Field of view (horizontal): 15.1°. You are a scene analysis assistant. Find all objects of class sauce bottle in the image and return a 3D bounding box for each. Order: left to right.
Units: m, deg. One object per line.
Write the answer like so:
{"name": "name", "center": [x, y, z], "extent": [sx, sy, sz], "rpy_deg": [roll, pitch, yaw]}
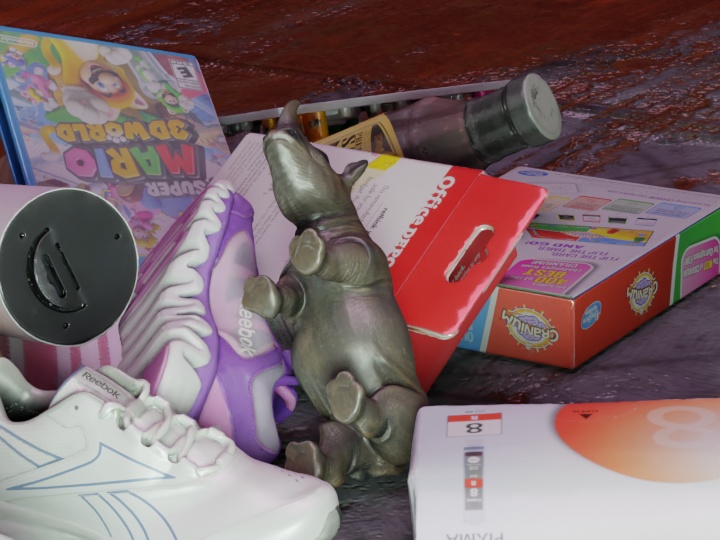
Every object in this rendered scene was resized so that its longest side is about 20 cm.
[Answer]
{"name": "sauce bottle", "center": [0.022, -0.062, 1.573], "extent": [0.199, 0.066, 0.066], "rpy_deg": [-24, 7, 30]}

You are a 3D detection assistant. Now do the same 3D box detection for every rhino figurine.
{"name": "rhino figurine", "center": [-0.015, 0.010, 1.322], "extent": [0.060, 0.201, 0.087], "rpy_deg": [-22, -20, 27]}

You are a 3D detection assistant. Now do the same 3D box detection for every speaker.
{"name": "speaker", "center": [-0.193, -0.006, 1.429], "extent": [0.081, 0.082, 0.200], "rpy_deg": [-13, 9, -29]}

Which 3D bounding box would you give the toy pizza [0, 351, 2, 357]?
{"name": "toy pizza", "center": [-0.264, 0.007, 1.349], "extent": [0.199, 0.032, 0.200], "rpy_deg": [20, -2, 1]}

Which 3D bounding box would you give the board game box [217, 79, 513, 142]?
{"name": "board game box", "center": [-0.030, -0.092, 1.730], "extent": [0.199, 0.026, 0.199], "rpy_deg": [-10, 3, -39]}

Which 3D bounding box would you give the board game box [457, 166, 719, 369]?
{"name": "board game box", "center": [0.104, -0.006, 1.545], "extent": [0.152, 0.041, 0.200], "rpy_deg": [10, 23, 33]}

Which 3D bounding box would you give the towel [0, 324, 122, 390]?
{"name": "towel", "center": [-0.201, 0.060, 1.414], "extent": [0.199, 0.030, 0.146], "rpy_deg": [-5, 18, -7]}

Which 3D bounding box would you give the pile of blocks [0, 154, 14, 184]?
{"name": "pile of blocks", "center": [-0.177, -0.012, 1.600], "extent": [0.062, 0.082, 0.200], "rpy_deg": [36, 15, -26]}

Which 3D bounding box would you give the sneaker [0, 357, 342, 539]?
{"name": "sneaker", "center": [-0.102, 0.091, 1.223], "extent": [0.199, 0.088, 0.074], "rpy_deg": [7, 20, 22]}

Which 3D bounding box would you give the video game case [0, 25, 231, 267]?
{"name": "video game case", "center": [-0.135, -0.059, 1.560], "extent": [0.142, 0.018, 0.201], "rpy_deg": [7, 44, -31]}

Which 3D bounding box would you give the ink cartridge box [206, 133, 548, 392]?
{"name": "ink cartridge box", "center": [0.000, 0.000, 1.439], "extent": [0.199, 0.067, 0.116], "rpy_deg": [12, 52, 34]}

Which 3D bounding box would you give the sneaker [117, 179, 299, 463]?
{"name": "sneaker", "center": [-0.070, 0.037, 1.350], "extent": [0.088, 0.081, 0.201], "rpy_deg": [29, 33, -16]}

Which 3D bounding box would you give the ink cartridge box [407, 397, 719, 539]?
{"name": "ink cartridge box", "center": [0.100, 0.111, 1.194], "extent": [0.161, 0.050, 0.200], "rpy_deg": [-2, 16, 3]}

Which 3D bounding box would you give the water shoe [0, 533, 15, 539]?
{"name": "water shoe", "center": [-0.215, 0.149, 1.131], "extent": [0.199, 0.072, 0.079], "rpy_deg": [5, 48, 16]}
